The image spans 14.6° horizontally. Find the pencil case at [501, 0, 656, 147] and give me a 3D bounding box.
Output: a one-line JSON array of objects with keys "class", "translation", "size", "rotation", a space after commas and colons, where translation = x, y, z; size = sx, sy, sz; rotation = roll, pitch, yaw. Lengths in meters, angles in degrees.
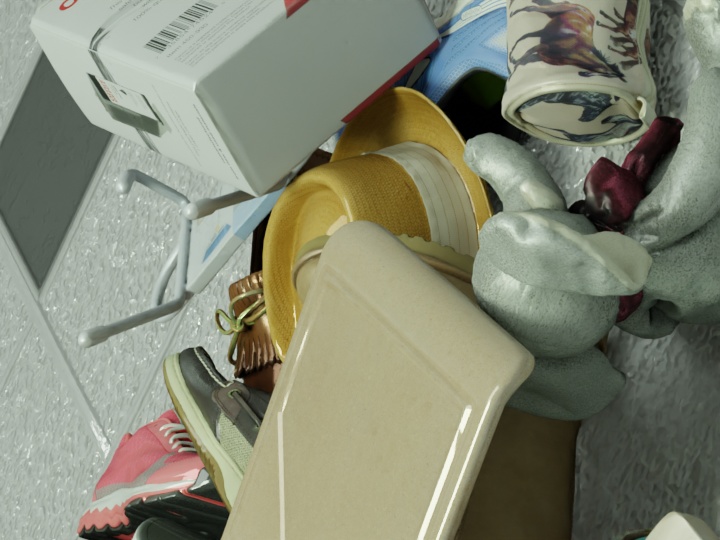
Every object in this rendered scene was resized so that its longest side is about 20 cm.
[{"class": "pencil case", "translation": [0.121, -0.158, 1.484], "size": [0.089, 0.078, 0.201], "rotation": [-12, 59, 29]}]

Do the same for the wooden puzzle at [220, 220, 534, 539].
[{"class": "wooden puzzle", "translation": [0.002, 0.096, 1.295], "size": [0.185, 0.037, 0.201], "rotation": [42, 111, 57]}]

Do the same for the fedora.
[{"class": "fedora", "translation": [0.000, 0.000, 1.542], "size": [0.200, 0.081, 0.202], "rotation": [16, 109, 57]}]

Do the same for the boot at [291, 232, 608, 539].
[{"class": "boot", "translation": [0.029, 0.083, 1.369], "size": [0.066, 0.174, 0.201], "rotation": [94, -169, -53]}]

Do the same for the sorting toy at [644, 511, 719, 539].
[{"class": "sorting toy", "translation": [0.113, 0.232, 1.159], "size": [0.200, 0.069, 0.199], "rotation": [-53, 47, 16]}]

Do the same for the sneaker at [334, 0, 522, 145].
[{"class": "sneaker", "translation": [0.045, -0.094, 1.590], "size": [0.200, 0.078, 0.090], "rotation": [-32, 42, 51]}]

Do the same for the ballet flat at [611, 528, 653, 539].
[{"class": "ballet flat", "translation": [0.101, 0.216, 1.283], "size": [0.064, 0.075, 0.201], "rotation": [143, 144, -72]}]

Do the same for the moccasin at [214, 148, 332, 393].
[{"class": "moccasin", "translation": [-0.051, 0.017, 1.697], "size": [0.074, 0.077, 0.202], "rotation": [-13, 61, 60]}]

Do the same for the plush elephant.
[{"class": "plush elephant", "translation": [0.113, -0.014, 1.294], "size": [0.165, 0.154, 0.201], "rotation": [110, 155, -53]}]

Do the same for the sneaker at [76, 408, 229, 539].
[{"class": "sneaker", "translation": [-0.119, 0.123, 1.762], "size": [0.200, 0.073, 0.087], "rotation": [-21, 53, 57]}]

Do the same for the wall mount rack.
[{"class": "wall mount rack", "translation": [-0.098, -0.035, 1.659], "size": [0.200, 0.074, 0.174], "rotation": [-49, 24, 32]}]

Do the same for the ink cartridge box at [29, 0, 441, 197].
[{"class": "ink cartridge box", "translation": [-0.073, -0.135, 1.591], "size": [0.147, 0.083, 0.200], "rotation": [-40, 32, -17]}]

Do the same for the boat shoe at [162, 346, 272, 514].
[{"class": "boat shoe", "translation": [-0.055, 0.102, 1.593], "size": [0.065, 0.073, 0.200], "rotation": [-32, 41, -2]}]

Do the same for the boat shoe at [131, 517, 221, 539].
[{"class": "boat shoe", "translation": [-0.090, 0.183, 1.579], "size": [0.202, 0.074, 0.065], "rotation": [44, -111, -80]}]
